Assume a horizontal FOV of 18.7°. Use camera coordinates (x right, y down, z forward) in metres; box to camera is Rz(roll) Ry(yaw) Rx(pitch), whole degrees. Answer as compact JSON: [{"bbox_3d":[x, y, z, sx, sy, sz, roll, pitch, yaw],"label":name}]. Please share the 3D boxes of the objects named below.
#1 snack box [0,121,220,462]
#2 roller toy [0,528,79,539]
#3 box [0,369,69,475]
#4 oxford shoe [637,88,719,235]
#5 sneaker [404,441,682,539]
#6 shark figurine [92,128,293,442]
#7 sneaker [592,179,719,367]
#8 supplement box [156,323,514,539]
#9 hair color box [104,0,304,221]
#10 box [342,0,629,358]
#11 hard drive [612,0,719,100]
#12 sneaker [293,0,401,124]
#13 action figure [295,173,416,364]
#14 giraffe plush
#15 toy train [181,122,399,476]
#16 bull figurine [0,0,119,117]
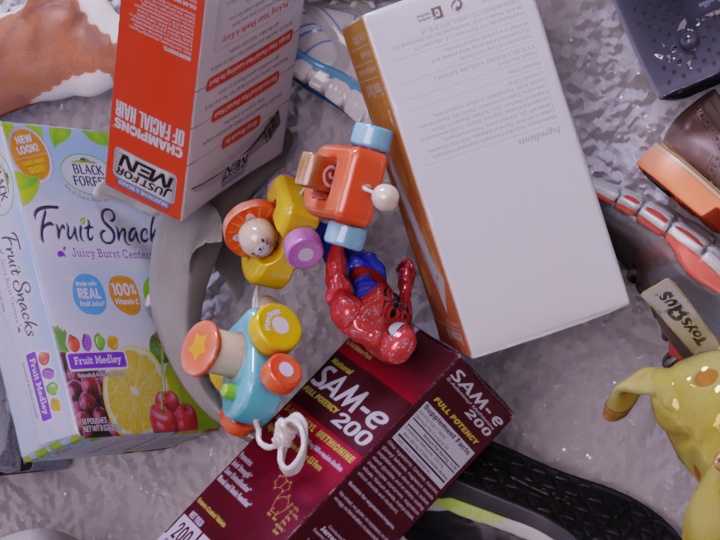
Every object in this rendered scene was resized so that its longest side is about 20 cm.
[{"bbox_3d":[-0.170,0.013,1.364,0.053,0.142,0.201,-22,77,30],"label":"snack box"},{"bbox_3d":[-0.221,0.259,1.341,0.139,0.182,0.201,-21,78,18],"label":"roller toy"},{"bbox_3d":[-0.271,0.035,1.418,0.132,0.115,0.201,-7,84,18],"label":"box"},{"bbox_3d":[0.254,-0.030,1.253,0.200,0.071,0.073,39,94,19],"label":"oxford shoe"},{"bbox_3d":[0.108,0.166,1.303,0.200,0.072,0.083,28,124,19],"label":"sneaker"},{"bbox_3d":[-0.093,0.007,1.340,0.089,0.128,0.215,-19,68,62],"label":"shark figurine"},{"bbox_3d":[0.190,0.024,1.270,0.200,0.077,0.082,40,105,20],"label":"sneaker"},{"bbox_3d":[-0.017,0.122,1.273,0.200,0.061,0.109,-46,29,-7],"label":"supplement box"},{"bbox_3d":[-0.087,-0.143,1.277,0.064,0.111,0.201,25,127,22],"label":"hair color box"},{"bbox_3d":[0.069,-0.063,1.257,0.097,0.124,0.201,-19,94,-5],"label":"box"},{"bbox_3d":[0.204,-0.205,1.287,0.135,0.042,0.201,-23,68,17],"label":"hard drive"},{"bbox_3d":[-0.005,-0.143,1.365,0.200,0.075,0.087,36,91,11],"label":"sneaker"},{"bbox_3d":[0.000,0.000,1.285,0.052,0.065,0.200,-44,30,13],"label":"action figure"},{"bbox_3d":[0.224,0.115,1.159,0.200,0.162,0.173,30,126,-21],"label":"giraffe plush"},{"bbox_3d":[-0.047,0.006,1.233,0.055,0.150,0.201,15,94,-23],"label":"toy train"},{"bbox_3d":[-0.220,-0.153,1.443,0.199,0.065,0.122,-17,75,16],"label":"bull figurine"}]
